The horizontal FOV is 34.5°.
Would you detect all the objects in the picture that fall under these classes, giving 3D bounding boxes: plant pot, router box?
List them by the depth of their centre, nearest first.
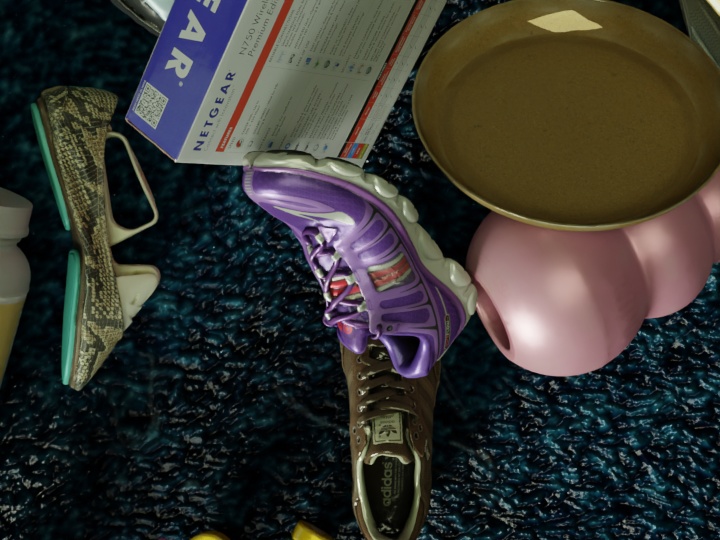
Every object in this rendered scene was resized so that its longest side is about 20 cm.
[{"bbox_3d":[-0.023,-0.157,0.677,0.049,0.179,0.200,39,113,27],"label":"router box"},{"bbox_3d":[0.132,-0.098,0.734,0.199,0.028,0.201,-1,54,1],"label":"plant pot"}]

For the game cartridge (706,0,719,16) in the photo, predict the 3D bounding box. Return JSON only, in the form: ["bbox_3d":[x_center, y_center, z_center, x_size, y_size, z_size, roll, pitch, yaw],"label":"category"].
[{"bbox_3d":[0.252,-0.210,0.711,0.176,0.032,0.200,48,48,-7],"label":"game cartridge"}]

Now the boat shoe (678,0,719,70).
[{"bbox_3d":[0.244,-0.190,0.758,0.073,0.067,0.200,-18,107,44],"label":"boat shoe"}]

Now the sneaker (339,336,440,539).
[{"bbox_3d":[0.024,0.092,0.781,0.070,0.076,0.201,-5,98,-2],"label":"sneaker"}]

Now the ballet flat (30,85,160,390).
[{"bbox_3d":[-0.170,-0.022,0.768,0.075,0.068,0.201,-7,95,-18],"label":"ballet flat"}]

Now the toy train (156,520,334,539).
[{"bbox_3d":[-0.083,0.250,0.799,0.199,0.056,0.151,-10,84,1],"label":"toy train"}]

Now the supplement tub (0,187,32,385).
[{"bbox_3d":[-0.291,0.038,0.725,0.145,0.145,0.201,17,96,-5],"label":"supplement tub"}]

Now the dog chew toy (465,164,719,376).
[{"bbox_3d":[0.171,-0.015,0.756,0.199,0.125,0.125,-26,98,-7],"label":"dog chew toy"}]

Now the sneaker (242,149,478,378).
[{"bbox_3d":[0.000,0.000,0.695,0.200,0.080,0.084,43,66,-36],"label":"sneaker"}]

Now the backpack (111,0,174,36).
[{"bbox_3d":[-0.124,-0.218,0.699,0.153,0.163,0.200,-32,106,-1],"label":"backpack"}]
